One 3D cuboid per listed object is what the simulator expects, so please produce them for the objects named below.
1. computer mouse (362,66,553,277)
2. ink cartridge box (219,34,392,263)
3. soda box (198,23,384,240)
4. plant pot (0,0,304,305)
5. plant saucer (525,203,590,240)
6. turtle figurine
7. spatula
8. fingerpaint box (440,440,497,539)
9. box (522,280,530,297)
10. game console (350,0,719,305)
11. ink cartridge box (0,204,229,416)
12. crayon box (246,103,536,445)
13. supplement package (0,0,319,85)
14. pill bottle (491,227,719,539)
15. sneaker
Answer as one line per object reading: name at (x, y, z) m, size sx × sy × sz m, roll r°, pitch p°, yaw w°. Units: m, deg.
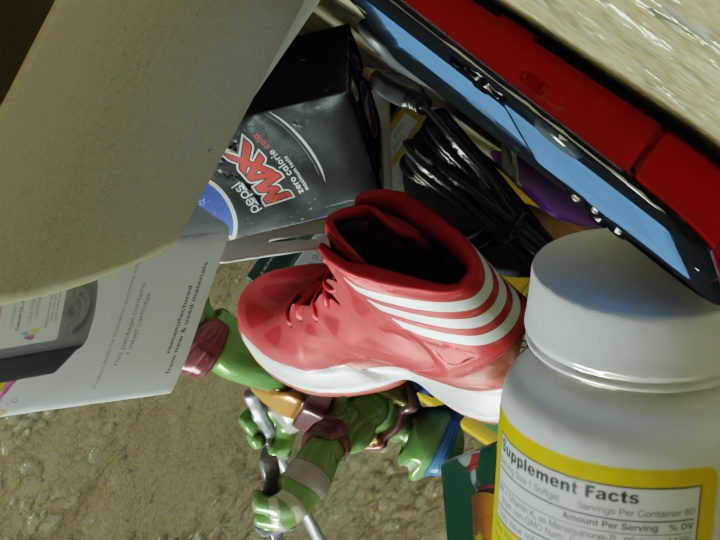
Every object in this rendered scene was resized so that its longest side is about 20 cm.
computer mouse at (0.036, -0.043, 1.332) m, size 0.140 × 0.046 × 0.200 m, roll 47°, pitch -176°, yaw -23°
ink cartridge box at (-0.057, -0.068, 1.456) m, size 0.116 × 0.068 × 0.200 m, roll -9°, pitch -160°, yaw -20°
soda box at (-0.091, -0.050, 1.326) m, size 0.071 × 0.199 × 0.064 m, roll -90°, pitch -16°, yaw -57°
plant pot at (-0.135, -0.105, 1.060) m, size 0.200 × 0.200 × 0.177 m, roll 34°, pitch -170°, yaw 29°
plant saucer at (0.162, 0.023, 1.447) m, size 0.200 × 0.032 × 0.200 m, roll 35°, pitch 178°, yaw 1°
turtle figurine at (-0.059, 0.086, 1.463) m, size 0.194 × 0.200 × 0.144 m, roll 34°, pitch -142°, yaw -3°
spatula at (0.055, -0.062, 1.234) m, size 0.200 × 0.021 × 0.057 m, roll 39°, pitch -173°, yaw -49°
fingerpaint box at (0.136, 0.186, 1.457) m, size 0.073 × 0.168 × 0.200 m, roll -24°, pitch 151°, yaw 38°
box at (0.137, 0.069, 1.513) m, size 0.064 × 0.070 × 0.200 m, roll 32°, pitch 178°, yaw 32°
game console at (0.065, -0.055, 1.049) m, size 0.177 × 0.031 × 0.200 m, roll 34°, pitch 178°, yaw 12°
ink cartridge box at (-0.176, -0.009, 1.150) m, size 0.147 × 0.086 × 0.200 m, roll 35°, pitch -154°, yaw 33°
crayon box at (0.054, 0.010, 1.554) m, size 0.200 × 0.126 × 0.052 m, roll 35°, pitch 179°, yaw -23°
supplement package at (-0.129, -0.134, 1.277) m, size 0.114 × 0.110 × 0.200 m, roll 36°, pitch 178°, yaw -37°
pill bottle at (0.112, 0.092, 1.193) m, size 0.114 × 0.201 × 0.114 m, roll 3°, pitch -158°, yaw -1°
sneaker at (0.000, 0.000, 1.318) m, size 0.200 × 0.078 × 0.116 m, roll 6°, pitch 142°, yaw 43°
